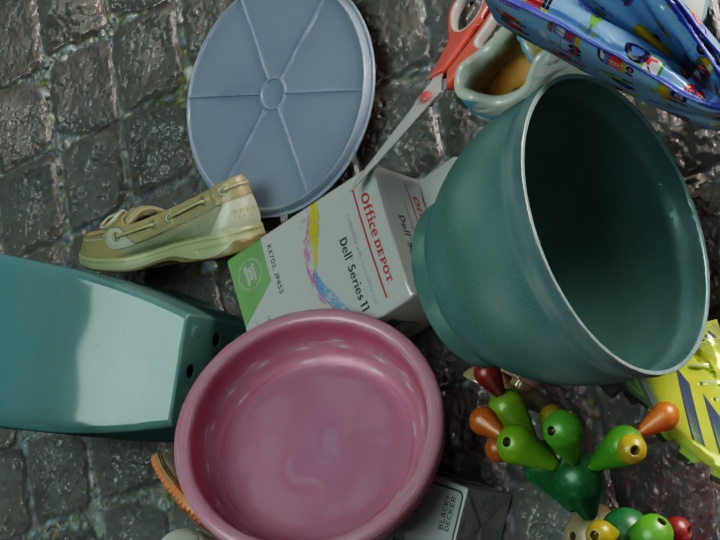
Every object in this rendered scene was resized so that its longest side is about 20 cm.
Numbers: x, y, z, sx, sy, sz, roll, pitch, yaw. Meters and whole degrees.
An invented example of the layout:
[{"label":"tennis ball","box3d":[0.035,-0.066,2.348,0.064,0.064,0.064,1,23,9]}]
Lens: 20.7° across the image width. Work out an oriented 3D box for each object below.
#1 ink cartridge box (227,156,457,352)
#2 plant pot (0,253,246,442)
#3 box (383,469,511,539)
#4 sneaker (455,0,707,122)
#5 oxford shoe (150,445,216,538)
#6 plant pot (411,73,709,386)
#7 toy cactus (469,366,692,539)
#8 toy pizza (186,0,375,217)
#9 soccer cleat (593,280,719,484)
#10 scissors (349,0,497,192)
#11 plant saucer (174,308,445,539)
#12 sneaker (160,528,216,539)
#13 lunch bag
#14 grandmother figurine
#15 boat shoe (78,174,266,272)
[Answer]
[{"label":"ink cartridge box","box3d":[0.000,0.000,1.516,0.199,0.067,0.118,-33,63,29]},{"label":"plant pot","box3d":[-0.200,0.074,1.623,0.198,0.141,0.143,7,86,31]},{"label":"box","box3d":[0.007,0.193,1.481,0.199,0.060,0.118,13,90,38]},{"label":"sneaker","box3d":[0.159,-0.163,1.405,0.199,0.080,0.077,-35,61,27]},{"label":"oxford shoe","box3d":[-0.078,0.178,1.480,0.199,0.071,0.073,33,82,34]},{"label":"plant pot","box3d":[0.118,-0.010,1.295,0.133,0.199,0.202,-23,68,37]},{"label":"toy cactus","box3d":[0.155,0.147,1.328,0.102,0.166,0.199,-38,40,-23]},{"label":"toy pizza","box3d":[-0.062,-0.142,1.615,0.199,0.032,0.203,-7,79,37]},{"label":"soccer cleat","box3d":[0.230,0.079,1.324,0.200,0.064,0.084,41,105,36]},{"label":"scissors","box3d":[0.061,-0.137,1.481,0.073,0.014,0.201,15,66,42]},{"label":"plant saucer","box3d":[-0.034,0.125,1.427,0.198,0.051,0.202,-6,57,10]},{"label":"sneaker","box3d":[-0.129,0.243,1.503,0.077,0.200,0.111,-47,48,-12]},{"label":"lunch bag","box3d":[0.180,-0.149,1.281,0.200,0.151,0.094,41,94,8]},{"label":"grandmother figurine","box3d":[0.137,-0.006,1.419,0.121,0.060,0.202,27,96,42]},{"label":"boat shoe","box3d":[-0.160,-0.038,1.631,0.199,0.073,0.064,-5,99,45]}]
